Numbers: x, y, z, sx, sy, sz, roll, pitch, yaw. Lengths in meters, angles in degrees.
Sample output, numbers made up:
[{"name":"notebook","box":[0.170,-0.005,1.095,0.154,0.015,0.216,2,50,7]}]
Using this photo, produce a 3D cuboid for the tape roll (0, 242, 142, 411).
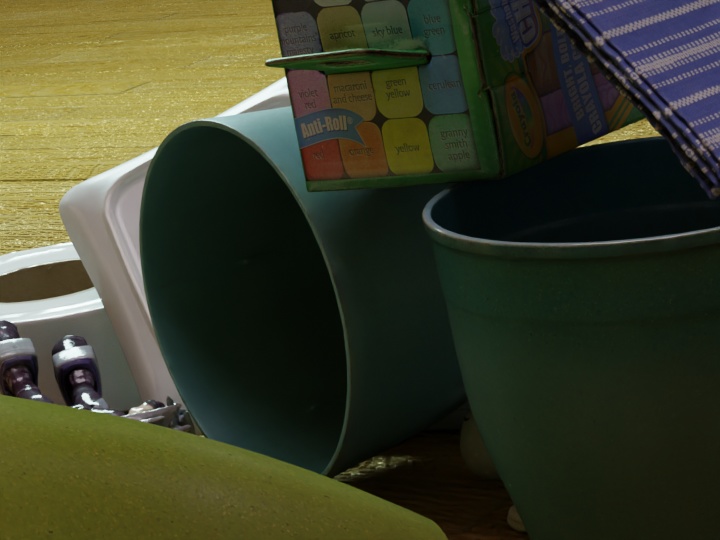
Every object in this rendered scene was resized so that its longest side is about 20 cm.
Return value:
[{"name":"tape roll","box":[-0.194,0.038,1.671,0.201,0.071,0.203,-8,14,2]}]

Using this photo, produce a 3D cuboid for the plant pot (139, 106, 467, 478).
[{"name":"plant pot","box":[0.000,0.000,1.395,0.160,0.202,0.200,-17,17,-33]}]

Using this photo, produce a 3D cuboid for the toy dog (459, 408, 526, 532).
[{"name":"toy dog","box":[0.151,0.058,1.340,0.198,0.097,0.132,-10,14,-7]}]

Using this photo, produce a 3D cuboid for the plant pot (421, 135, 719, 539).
[{"name":"plant pot","box":[0.139,0.051,1.184,0.198,0.190,0.200,-8,14,2]}]

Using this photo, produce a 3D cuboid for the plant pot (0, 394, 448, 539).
[{"name":"plant pot","box":[-0.067,0.144,1.019,0.198,0.189,0.187,3,10,-19]}]

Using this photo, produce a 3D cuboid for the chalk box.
[{"name":"chalk box","box":[0.041,-0.110,1.253,0.124,0.125,0.199,-1,16,41]}]

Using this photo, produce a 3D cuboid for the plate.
[{"name":"plate","box":[-0.068,-0.021,1.549,0.199,0.032,0.200,-27,57,0]}]

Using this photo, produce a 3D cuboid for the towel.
[{"name":"towel","box":[0.129,-0.121,1.181,0.144,0.200,0.024,-24,-22,-51]}]

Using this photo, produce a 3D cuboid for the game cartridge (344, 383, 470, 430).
[{"name":"game cartridge","box":[0.063,0.051,1.548,0.132,0.042,0.200,1,16,19]}]

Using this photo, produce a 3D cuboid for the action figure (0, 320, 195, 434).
[{"name":"action figure","box":[-0.161,0.089,1.464,0.129,0.070,0.200,-4,19,-15]}]
